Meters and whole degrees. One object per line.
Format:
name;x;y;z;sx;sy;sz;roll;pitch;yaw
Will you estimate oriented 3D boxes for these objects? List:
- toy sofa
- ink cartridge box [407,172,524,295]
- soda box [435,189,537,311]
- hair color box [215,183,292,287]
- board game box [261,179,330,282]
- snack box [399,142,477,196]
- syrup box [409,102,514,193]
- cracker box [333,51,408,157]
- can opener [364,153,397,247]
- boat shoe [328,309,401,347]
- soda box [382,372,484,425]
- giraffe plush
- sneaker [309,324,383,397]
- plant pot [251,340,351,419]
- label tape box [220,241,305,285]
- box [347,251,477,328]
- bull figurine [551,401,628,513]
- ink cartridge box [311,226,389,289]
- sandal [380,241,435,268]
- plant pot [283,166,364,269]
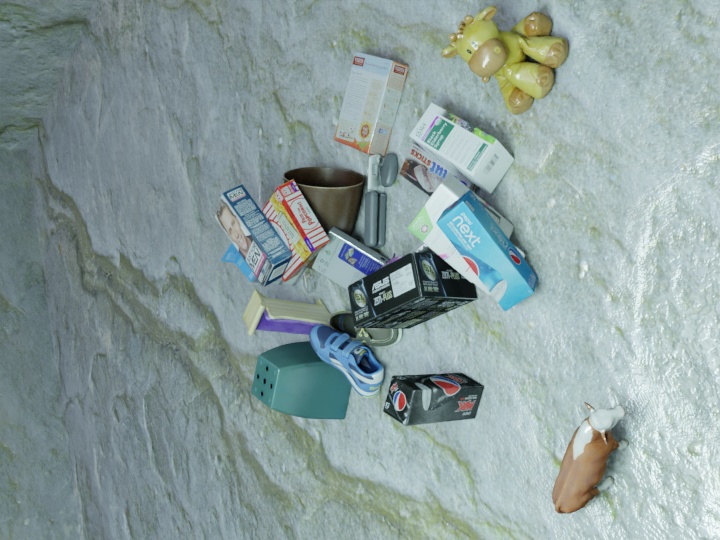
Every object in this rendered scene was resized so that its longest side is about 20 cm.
toy sofa;-0.164;0.116;1.725;0.084;0.196;0.098;-60;42;24
ink cartridge box;0.200;-0.066;1.374;0.199;0.067;0.118;40;122;1
soda box;0.221;-0.034;1.302;0.067;0.064;0.201;-35;97;31
hair color box;-0.237;-0.076;1.647;0.202;0.060;0.100;53;146;13
board game box;-0.155;-0.082;1.628;0.154;0.046;0.200;58;148;6
snack box;0.154;-0.185;1.512;0.200;0.024;0.073;43;116;43
syrup box;0.189;-0.235;1.422;0.080;0.081;0.200;-53;47;6
cracker box;0.022;-0.369;1.662;0.133;0.057;0.205;30;110;46
can opener;0.039;-0.153;1.623;0.066;0.052;0.207;5;90;48
boat shoe;0.008;0.125;1.625;0.199;0.059;0.074;7;92;50
soda box;0.135;0.231;1.359;0.063;0.197;0.073;26;105;44
giraffe plush;0.241;-0.392;1.325;0.200;0.159;0.175;48;121;40
sneaker;-0.025;0.178;1.602;0.199;0.074;0.083;39;140;12
plant pot;-0.136;0.244;1.678;0.140;0.196;0.145;23;103;48
label tape box;-0.215;-0.038;1.798;0.145;0.196;0.064;-52;50;32
box;0.098;0.043;1.450;0.198;0.161;0.089;-28;66;45
bull figurine;0.357;0.283;1.153;0.065;0.119;0.204;39;115;43
ink cartridge box;0.000;0.000;1.616;0.197;0.039;0.101;32;114;5
sandal;0.087;-0.014;1.534;0.201;0.082;0.051;-35;58;24
plant pot;-0.085;-0.112;1.693;0.185;0.183;0.206;26;120;47
